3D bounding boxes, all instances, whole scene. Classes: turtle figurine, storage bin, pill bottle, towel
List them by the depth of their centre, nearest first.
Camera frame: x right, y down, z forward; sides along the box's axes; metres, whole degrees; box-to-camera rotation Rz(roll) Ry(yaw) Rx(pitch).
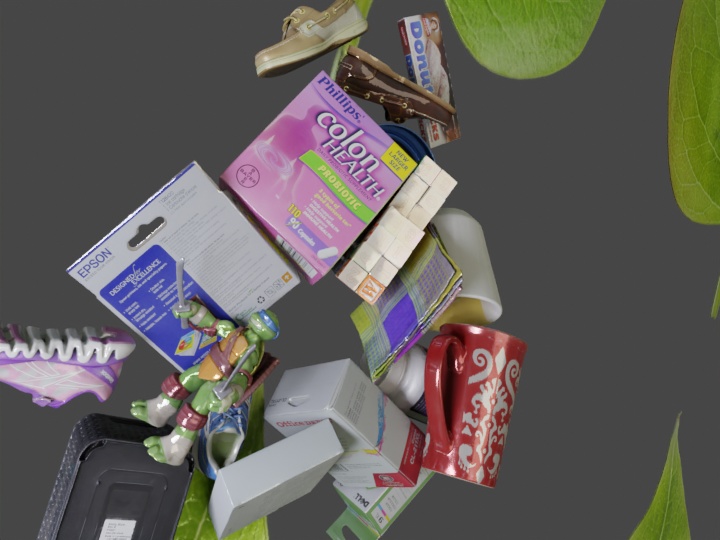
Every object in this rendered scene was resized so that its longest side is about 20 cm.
[{"bbox_3d":[-0.190,0.105,0.616,0.143,0.200,0.195,40,91,9],"label":"turtle figurine"},{"bbox_3d":[-0.297,0.292,0.659,0.133,0.093,0.205,20,84,-33],"label":"storage bin"},{"bbox_3d":[0.058,0.039,0.754,0.022,0.145,0.201,25,117,-29],"label":"towel"},{"bbox_3d":[0.095,0.183,0.890,0.198,0.111,0.114,29,80,-32],"label":"pill bottle"}]

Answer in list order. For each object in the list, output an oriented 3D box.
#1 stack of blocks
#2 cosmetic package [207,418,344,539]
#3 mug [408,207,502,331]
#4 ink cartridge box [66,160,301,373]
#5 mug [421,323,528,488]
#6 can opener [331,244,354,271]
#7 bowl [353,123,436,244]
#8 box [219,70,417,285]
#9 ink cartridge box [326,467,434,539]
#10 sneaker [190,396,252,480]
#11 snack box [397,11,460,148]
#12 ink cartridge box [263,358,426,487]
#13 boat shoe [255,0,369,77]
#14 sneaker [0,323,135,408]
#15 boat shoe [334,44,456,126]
[{"bbox_3d":[0.046,-0.056,0.751,0.058,0.115,0.201,37,88,-7],"label":"stack of blocks"},{"bbox_3d":[-0.118,0.279,0.723,0.148,0.201,0.052,-20,64,-31],"label":"cosmetic package"},{"bbox_3d":[0.122,0.001,0.837,0.146,0.186,0.157,12,63,-25],"label":"mug"},{"bbox_3d":[-0.207,0.001,0.673,0.196,0.047,0.201,-38,116,2],"label":"ink cartridge box"},{"bbox_3d":[0.140,0.187,0.786,0.174,0.133,0.205,19,74,-17],"label":"mug"},{"bbox_3d":[0.000,0.000,0.844,0.198,0.066,0.054,30,84,-24],"label":"can opener"},{"bbox_3d":[0.040,-0.125,0.862,0.197,0.039,0.206,-5,98,-33],"label":"bowl"},{"bbox_3d":[-0.057,-0.118,0.728,0.176,0.097,0.201,43,74,-5],"label":"box"},{"bbox_3d":[0.024,0.341,0.867,0.199,0.103,0.060,-42,115,-21],"label":"ink cartridge box"},{"bbox_3d":[-0.173,0.180,0.736,0.074,0.076,0.205,10,89,-31],"label":"sneaker"},{"bbox_3d":[0.114,-0.309,0.898,0.071,0.024,0.205,-23,108,-27],"label":"snack box"},{"bbox_3d":[-0.019,0.226,0.792,0.201,0.144,0.084,49,45,-27],"label":"ink cartridge box"},{"bbox_3d":[-0.073,-0.325,0.752,0.199,0.073,0.067,-40,112,-34],"label":"boat shoe"},{"bbox_3d":[-0.359,0.110,0.611,0.196,0.080,0.091,8,99,-34],"label":"sneaker"},{"bbox_3d":[0.052,-0.262,0.834,0.196,0.070,0.072,22,101,-19],"label":"boat shoe"}]
